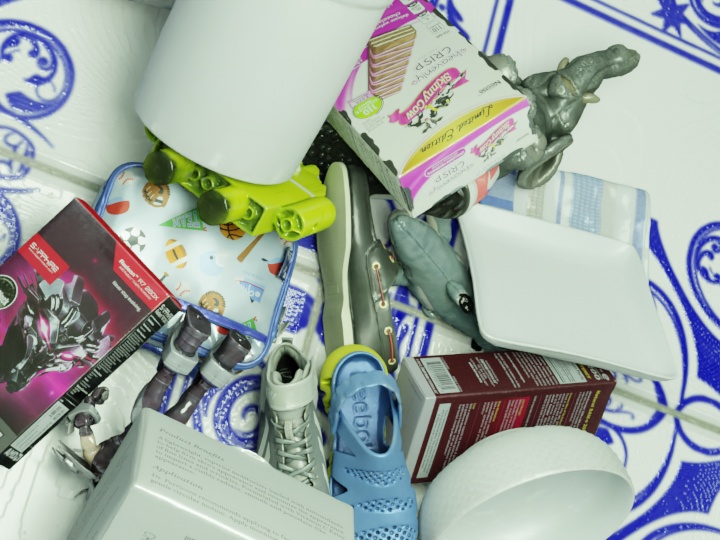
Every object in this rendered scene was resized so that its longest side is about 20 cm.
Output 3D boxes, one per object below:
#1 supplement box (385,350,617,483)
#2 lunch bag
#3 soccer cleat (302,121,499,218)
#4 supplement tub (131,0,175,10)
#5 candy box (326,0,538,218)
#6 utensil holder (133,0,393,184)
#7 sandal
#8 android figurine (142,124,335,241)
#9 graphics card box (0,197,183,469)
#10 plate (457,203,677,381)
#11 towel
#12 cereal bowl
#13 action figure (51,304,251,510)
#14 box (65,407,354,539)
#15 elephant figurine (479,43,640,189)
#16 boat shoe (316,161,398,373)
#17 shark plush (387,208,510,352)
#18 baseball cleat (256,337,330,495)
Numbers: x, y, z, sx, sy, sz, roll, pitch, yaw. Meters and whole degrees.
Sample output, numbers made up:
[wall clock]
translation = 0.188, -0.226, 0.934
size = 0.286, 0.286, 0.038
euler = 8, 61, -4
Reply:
[supplement box]
translation = 0.126, 0.132, 1.591
size = 0.200, 0.109, 0.061
euler = -2, 38, -24
[lunch bag]
translation = -0.155, 0.005, 1.525
size = 0.200, 0.076, 0.160
euler = 23, 71, -16
[soccer cleat]
translation = 0.033, -0.100, 1.596
size = 0.073, 0.200, 0.068
euler = -34, 132, -46
[supplement tub]
translation = -0.148, -0.299, 1.572
size = 0.200, 0.132, 0.132
euler = 9, 73, -22
[candy box]
translation = 0.046, -0.155, 1.541
size = 0.136, 0.061, 0.200
euler = -33, 51, -8
[utensil holder]
translation = -0.083, -0.197, 1.474
size = 0.170, 0.170, 0.200
euler = 24, 114, -11
[sandal]
translation = 0.008, 0.163, 1.504
size = 0.079, 0.087, 0.200
euler = -12, 87, -12
[android figurine]
translation = -0.104, -0.086, 1.528
size = 0.182, 0.041, 0.200
euler = 36, 23, 17
[graphics card box]
translation = -0.262, 0.051, 1.424
size = 0.200, 0.051, 0.125
euler = -43, 74, -6
[plate]
translation = 0.186, 0.025, 1.624
size = 0.200, 0.032, 0.200
euler = 13, 37, -17
[towel]
translation = 0.203, -0.032, 1.719
size = 0.200, 0.024, 0.147
euler = 12, 72, -20
[cereal bowl]
translation = 0.140, 0.201, 1.549
size = 0.200, 0.200, 0.083
euler = -4, 52, -25
[action figure]
translation = -0.175, 0.129, 1.463
size = 0.130, 0.069, 0.200
euler = 35, 97, -24
[box]
translation = -0.136, 0.252, 1.382
size = 0.199, 0.131, 0.200
euler = 28, 110, -12
[elephant figurine]
translation = 0.163, -0.146, 1.668
size = 0.200, 0.155, 0.142
euler = -10, 100, -54
[boat shoe]
translation = -0.001, 0.000, 1.580
size = 0.063, 0.074, 0.201
euler = -6, 96, -19
[shark plush]
translation = 0.080, 0.027, 1.617
size = 0.091, 0.083, 0.200
euler = -29, 102, -10
[baseball cleat]
translation = -0.064, 0.152, 1.488
size = 0.070, 0.106, 0.200
euler = -7, 55, -5
